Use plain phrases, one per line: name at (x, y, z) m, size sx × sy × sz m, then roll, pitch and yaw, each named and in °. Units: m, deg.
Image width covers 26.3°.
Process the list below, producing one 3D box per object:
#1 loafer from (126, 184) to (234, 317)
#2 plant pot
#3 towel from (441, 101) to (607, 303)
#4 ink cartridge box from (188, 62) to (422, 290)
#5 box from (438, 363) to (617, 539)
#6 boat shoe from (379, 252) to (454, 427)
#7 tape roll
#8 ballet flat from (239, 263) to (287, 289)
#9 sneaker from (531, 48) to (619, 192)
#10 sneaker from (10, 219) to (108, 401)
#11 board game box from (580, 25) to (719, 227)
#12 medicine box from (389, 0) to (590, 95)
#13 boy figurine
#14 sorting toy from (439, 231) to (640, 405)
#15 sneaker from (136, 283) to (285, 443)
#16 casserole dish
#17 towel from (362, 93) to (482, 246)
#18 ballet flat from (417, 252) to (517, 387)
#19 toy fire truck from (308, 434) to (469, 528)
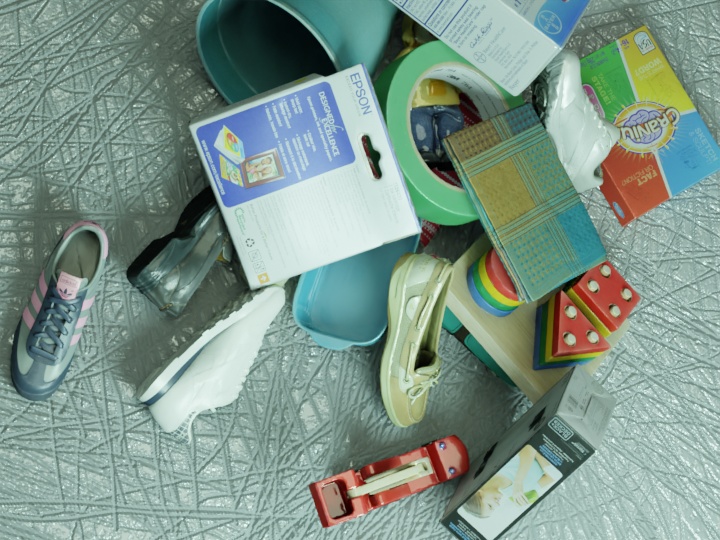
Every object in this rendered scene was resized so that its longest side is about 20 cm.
loafer at (-0.169, -0.036, 1.706) m, size 0.200 × 0.073 × 0.072 m, roll -46°, pitch 112°, yaw -16°
plant pot at (-0.052, -0.279, 1.731) m, size 0.200 × 0.200 × 0.188 m, roll 40°, pitch 55°, yaw -2°
towel at (0.182, -0.076, 1.694) m, size 0.146 × 0.022 × 0.201 m, roll -24°, pitch 85°, yaw -37°
ink cartridge box at (-0.058, -0.102, 1.649) m, size 0.198 × 0.047 × 0.199 m, roll -19°, pitch 108°, yaw 1°
box at (0.179, 0.203, 1.645) m, size 0.060 × 0.200 × 0.117 m, roll 41°, pitch 30°, yaw -2°
boat shoe at (0.066, 0.082, 1.682) m, size 0.063 × 0.073 × 0.203 m, roll 13°, pitch 109°, yaw 26°
tape roll at (0.100, -0.153, 1.713) m, size 0.199 × 0.048 × 0.203 m, roll 7°, pitch 75°, yaw -30°
ballet flat at (-0.076, -0.065, 1.720) m, size 0.067 × 0.062 × 0.201 m, roll 28°, pitch 79°, yaw -4°
sneaker at (0.250, -0.173, 1.778) m, size 0.098 × 0.201 × 0.078 m, roll -9°, pitch 44°, yaw -5°
sneaker at (-0.321, 0.037, 1.634) m, size 0.070 × 0.082 × 0.202 m, roll 18°, pitch 73°, yaw -9°
board game box at (0.332, -0.177, 1.871) m, size 0.152 × 0.040 × 0.201 m, roll -29°, pitch 85°, yaw -19°
medicine box at (0.153, -0.331, 1.706) m, size 0.199 × 0.103 × 0.183 m, roll 37°, pitch 55°, yaw -5°
boy figurine at (0.086, -0.216, 1.784) m, size 0.123 × 0.064 × 0.202 m, roll 0°, pitch 81°, yaw -14°
sorting toy at (0.211, 0.029, 1.733) m, size 0.200 × 0.070 × 0.199 m, roll 48°, pitch 45°, yaw -1°
sneaker at (-0.149, 0.096, 1.676) m, size 0.200 × 0.076 × 0.081 m, roll -43°, pitch 98°, yaw -13°
casserole dish at (0.000, 0.000, 1.727) m, size 0.120 × 0.039 × 0.202 m, roll 13°, pitch 73°, yaw 20°
towel at (0.072, -0.146, 1.809) m, size 0.144 × 0.022 × 0.201 m, roll 36°, pitch 71°, yaw -3°
ballet flat at (0.133, 0.051, 1.761) m, size 0.200 × 0.076 × 0.064 m, roll 48°, pitch 40°, yaw -4°
toy fire truck at (0.035, 0.222, 1.647) m, size 0.198 × 0.141 × 0.049 m, roll -18°, pitch 81°, yaw -17°
